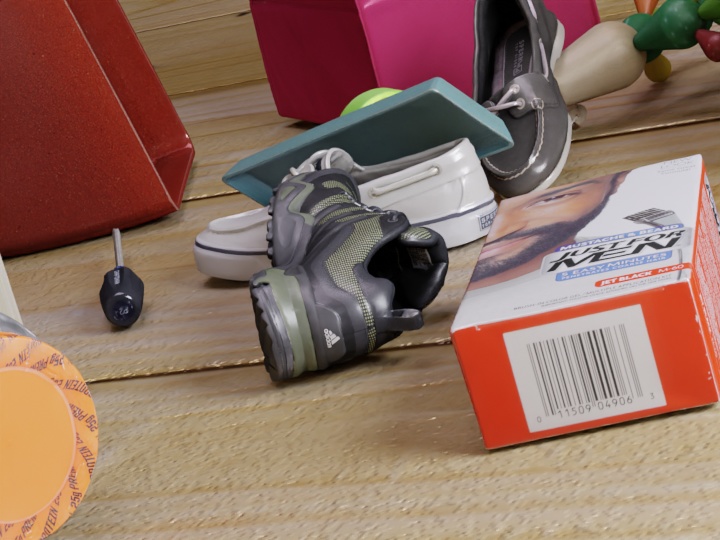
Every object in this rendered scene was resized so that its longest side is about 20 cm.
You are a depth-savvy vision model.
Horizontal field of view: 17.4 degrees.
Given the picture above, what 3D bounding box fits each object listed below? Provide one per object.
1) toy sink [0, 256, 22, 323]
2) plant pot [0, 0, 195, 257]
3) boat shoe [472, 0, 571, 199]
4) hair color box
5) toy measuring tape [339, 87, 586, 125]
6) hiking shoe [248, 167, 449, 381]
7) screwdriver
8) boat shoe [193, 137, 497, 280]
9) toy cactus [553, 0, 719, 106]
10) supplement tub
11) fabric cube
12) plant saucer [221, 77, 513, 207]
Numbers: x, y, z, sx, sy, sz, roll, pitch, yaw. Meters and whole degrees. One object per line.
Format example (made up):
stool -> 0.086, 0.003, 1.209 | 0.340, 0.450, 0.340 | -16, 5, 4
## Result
toy sink -> -0.304, 0.049, 1.304 | 0.200, 0.113, 0.130 | -26, 18, -33
plant pot -> -0.248, -0.115, 1.703 | 0.176, 0.201, 0.200 | -25, 14, 6
boat shoe -> 0.093, -0.117, 1.483 | 0.067, 0.057, 0.200 | -33, 29, 26
hair color box -> 0.113, 0.010, 1.109 | 0.110, 0.064, 0.200 | -13, 14, 13
toy measuring tape -> 0.052, -0.097, 1.537 | 0.199, 0.074, 0.074 | -21, 16, -16
hiking shoe -> 0.000, 0.000, 1.270 | 0.100, 0.076, 0.200 | -5, 26, 7
screwdriver -> -0.149, -0.004, 1.485 | 0.029, 0.028, 0.200 | -43, 16, 10
boat shoe -> -0.016, -0.040, 1.409 | 0.199, 0.066, 0.072 | -7, 18, 30
toy cactus -> 0.201, -0.151, 1.554 | 0.165, 0.103, 0.200 | -28, 15, -7
supplement tub -> -0.218, 0.074, 1.108 | 0.122, 0.123, 0.200 | -28, 18, -37
fabric cube -> 0.037, -0.228, 1.765 | 0.196, 0.201, 0.199 | -21, 16, -21
plant saucer -> 0.002, -0.072, 1.432 | 0.200, 0.070, 0.019 | -18, 50, 46
